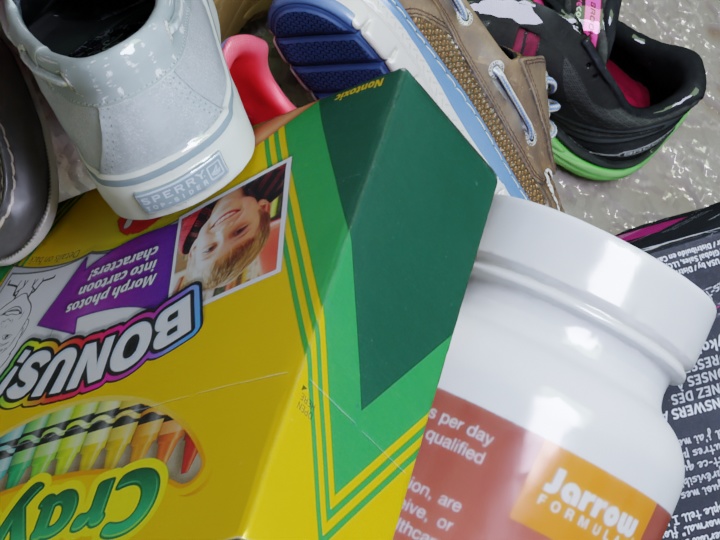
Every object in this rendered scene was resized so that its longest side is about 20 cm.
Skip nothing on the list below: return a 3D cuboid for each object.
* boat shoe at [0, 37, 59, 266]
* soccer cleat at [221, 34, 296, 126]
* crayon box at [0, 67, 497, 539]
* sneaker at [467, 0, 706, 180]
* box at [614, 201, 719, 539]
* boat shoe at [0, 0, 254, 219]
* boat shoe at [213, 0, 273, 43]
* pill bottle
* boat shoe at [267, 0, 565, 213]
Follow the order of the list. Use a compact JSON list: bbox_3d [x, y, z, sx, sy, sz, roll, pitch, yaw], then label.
[{"bbox_3d":[-0.168,-0.087,0.792,0.057,0.067,0.201,19,38,-57],"label":"boat shoe"},{"bbox_3d":[0.000,0.000,0.836,0.200,0.077,0.066,44,37,20],"label":"soccer cleat"},{"bbox_3d":[-0.067,0.043,0.712,0.058,0.199,0.173,46,45,-29],"label":"crayon box"},{"bbox_3d":[0.065,-0.105,0.960,0.199,0.084,0.077,19,52,-35],"label":"sneaker"},{"bbox_3d":[0.151,0.033,0.860,0.200,0.131,0.116,-21,95,-69],"label":"box"},{"bbox_3d":[-0.085,-0.091,0.760,0.072,0.070,0.201,66,-4,-33],"label":"boat shoe"},{"bbox_3d":[-0.061,-0.134,0.908,0.069,0.071,0.200,31,43,11],"label":"boat shoe"},{"bbox_3d":[0.033,0.084,0.722,0.112,0.112,0.201,28,83,-19],"label":"pill bottle"},{"bbox_3d":[0.044,-0.056,0.891,0.073,0.072,0.200,-56,132,-26],"label":"boat shoe"}]
